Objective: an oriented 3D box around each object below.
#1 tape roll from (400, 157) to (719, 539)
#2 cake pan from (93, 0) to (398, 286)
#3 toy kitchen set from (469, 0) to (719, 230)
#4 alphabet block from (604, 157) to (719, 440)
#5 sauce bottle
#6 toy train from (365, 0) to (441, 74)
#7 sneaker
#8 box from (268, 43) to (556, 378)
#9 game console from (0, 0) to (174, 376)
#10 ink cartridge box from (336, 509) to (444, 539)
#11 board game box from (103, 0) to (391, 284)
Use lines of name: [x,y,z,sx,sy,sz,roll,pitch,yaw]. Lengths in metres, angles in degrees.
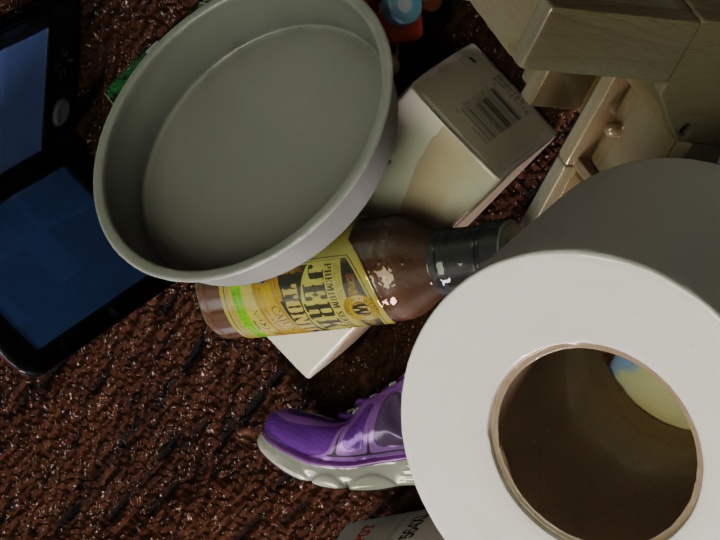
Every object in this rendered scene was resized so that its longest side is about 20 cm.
tape roll: [0.137,0.061,1.224,0.201,0.139,0.204,11,116,24]
cake pan: [-0.061,-0.075,1.437,0.199,0.202,0.037,-7,148,31]
toy kitchen set: [0.093,-0.103,1.356,0.164,0.179,0.201,57,132,39]
alphabet block: [0.273,0.020,1.335,0.199,0.196,0.196,32,124,13]
sauce bottle: [0.000,0.000,1.444,0.199,0.065,0.065,-8,106,31]
toy train: [0.046,-0.197,1.428,0.200,0.055,0.151,164,98,-68]
sneaker: [0.031,0.094,1.584,0.199,0.081,0.084,-2,93,22]
box: [0.017,-0.035,1.514,0.078,0.095,0.200,46,126,4]
game console: [-0.194,-0.059,1.554,0.118,0.200,0.174,17,117,21]
ink cartridge box: [0.070,0.201,1.531,0.199,0.146,0.085,-13,104,20]
board game box: [-0.071,-0.086,1.492,0.105,0.023,0.200,-45,47,4]
